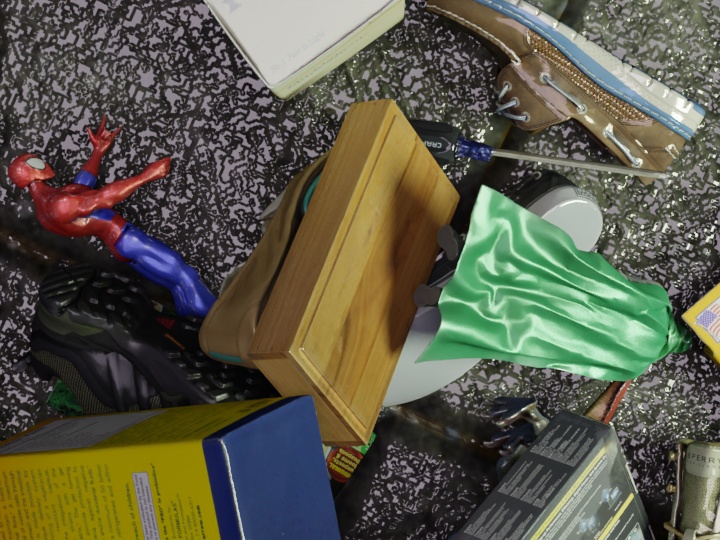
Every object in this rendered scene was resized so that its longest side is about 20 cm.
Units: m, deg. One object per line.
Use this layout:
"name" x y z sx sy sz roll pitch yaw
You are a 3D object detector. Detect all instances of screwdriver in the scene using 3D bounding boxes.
"screwdriver" 0.101 -0.072 1.450 0.200 0.028 0.029 14 69 17

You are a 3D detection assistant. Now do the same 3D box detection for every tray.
"tray" 0.000 0.000 1.395 0.037 0.099 0.200 -3 50 35

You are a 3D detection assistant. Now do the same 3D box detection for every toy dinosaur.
"toy dinosaur" 0.117 0.182 1.458 0.200 0.105 0.182 -16 111 -8

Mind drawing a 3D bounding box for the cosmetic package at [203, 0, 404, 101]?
"cosmetic package" -0.032 -0.164 1.385 0.104 0.200 0.073 -35 92 3

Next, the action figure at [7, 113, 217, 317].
"action figure" -0.132 -0.035 1.457 0.200 0.065 0.099 32 74 -11

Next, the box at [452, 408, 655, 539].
"box" 0.108 0.212 1.392 0.200 0.049 0.161 -48 135 -26

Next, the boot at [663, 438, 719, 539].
"boot" 0.206 0.185 1.406 0.072 0.200 0.155 12 100 40

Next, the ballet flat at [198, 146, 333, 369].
"ballet flat" -0.048 -0.015 1.424 0.063 0.200 0.069 -5 126 31

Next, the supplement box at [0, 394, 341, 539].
"supplement box" -0.128 0.146 1.334 0.200 0.109 0.110 -7 98 29

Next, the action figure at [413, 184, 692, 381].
"action figure" 0.132 0.024 1.426 0.200 0.055 0.118 17 102 -29

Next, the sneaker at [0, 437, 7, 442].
"sneaker" -0.317 0.067 1.476 0.090 0.070 0.200 -38 92 -12

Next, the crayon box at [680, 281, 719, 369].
"crayon box" 0.319 0.063 1.462 0.126 0.052 0.200 -41 92 3

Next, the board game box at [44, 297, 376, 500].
"board game box" -0.100 0.098 1.470 0.200 0.023 0.105 31 119 0

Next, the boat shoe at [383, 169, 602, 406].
"boat shoe" 0.071 0.011 1.463 0.200 0.057 0.069 -39 129 1

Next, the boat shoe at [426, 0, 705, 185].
"boat shoe" 0.123 -0.123 1.448 0.200 0.072 0.072 30 94 0

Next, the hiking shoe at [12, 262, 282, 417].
"hiking shoe" -0.124 0.078 1.423 0.200 0.076 0.101 32 129 6
